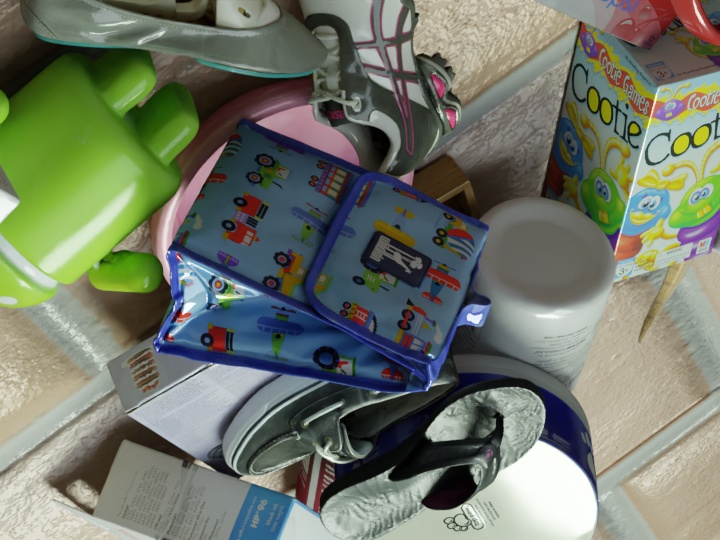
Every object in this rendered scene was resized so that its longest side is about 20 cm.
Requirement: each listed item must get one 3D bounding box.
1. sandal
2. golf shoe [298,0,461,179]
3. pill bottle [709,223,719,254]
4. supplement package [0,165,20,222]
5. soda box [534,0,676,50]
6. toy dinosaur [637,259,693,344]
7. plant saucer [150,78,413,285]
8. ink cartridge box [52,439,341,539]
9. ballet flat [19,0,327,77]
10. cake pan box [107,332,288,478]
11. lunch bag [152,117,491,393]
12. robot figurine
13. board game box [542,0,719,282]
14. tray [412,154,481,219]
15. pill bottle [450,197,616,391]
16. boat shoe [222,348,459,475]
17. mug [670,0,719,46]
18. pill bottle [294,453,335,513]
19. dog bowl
[{"bbox_3d":[0.056,0.147,1.610,0.200,0.048,0.075,-37,124,26],"label":"sandal"},{"bbox_3d":[-0.002,-0.144,1.485,0.088,0.077,0.200,-53,128,-28],"label":"golf shoe"},{"bbox_3d":[0.347,-0.099,1.776,0.108,0.109,0.201,8,108,-42],"label":"pill bottle"},{"bbox_3d":[-0.335,-0.071,1.297,0.151,0.152,0.200,-44,141,12],"label":"supplement package"},{"bbox_3d":[0.144,-0.220,1.567,0.199,0.070,0.064,16,120,-46],"label":"soda box"},{"bbox_3d":[0.277,-0.045,1.869,0.106,0.060,0.201,-5,116,-23],"label":"toy dinosaur"},{"bbox_3d":[-0.060,-0.058,1.598,0.199,0.051,0.201,-19,137,-18],"label":"plant saucer"},{"bbox_3d":[-0.124,0.191,1.742,0.068,0.199,0.116,-68,153,-13],"label":"ink cartridge box"},{"bbox_3d":[-0.110,-0.164,1.405,0.199,0.068,0.064,6,125,-16],"label":"ballet flat"},{"bbox_3d":[-0.059,0.068,1.659,0.199,0.053,0.184,-30,153,12],"label":"cake pan box"},{"bbox_3d":[-0.014,0.004,1.463,0.199,0.151,0.094,17,130,5],"label":"lunch bag"},{"bbox_3d":[-0.196,-0.058,1.445,0.200,0.116,0.176,-39,117,8],"label":"robot figurine"},{"bbox_3d":[0.222,-0.105,1.721,0.104,0.103,0.201,-16,139,-23],"label":"board game box"},{"bbox_3d":[0.000,0.000,1.723,0.199,0.037,0.099,-30,143,-6],"label":"tray"},{"bbox_3d":[0.123,0.047,1.747,0.114,0.115,0.201,-17,146,-22],"label":"pill bottle"},{"bbox_3d":[-0.017,0.103,1.623,0.200,0.071,0.072,-36,150,24],"label":"boat shoe"},{"bbox_3d":[0.267,-0.264,1.541,0.133,0.179,0.200,-12,151,35],"label":"mug"},{"bbox_3d":[0.008,0.151,1.825,0.112,0.113,0.201,-15,139,-24],"label":"pill bottle"},{"bbox_3d":[0.080,0.161,1.709,0.199,0.079,0.201,-1,131,-2],"label":"dog bowl"}]
